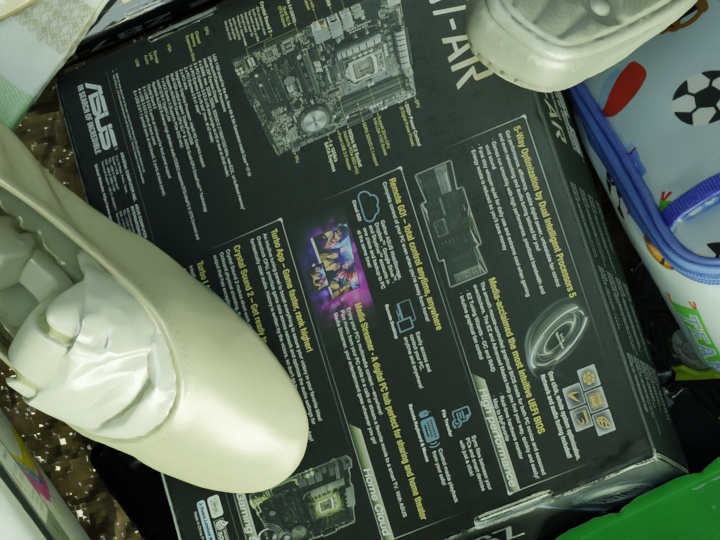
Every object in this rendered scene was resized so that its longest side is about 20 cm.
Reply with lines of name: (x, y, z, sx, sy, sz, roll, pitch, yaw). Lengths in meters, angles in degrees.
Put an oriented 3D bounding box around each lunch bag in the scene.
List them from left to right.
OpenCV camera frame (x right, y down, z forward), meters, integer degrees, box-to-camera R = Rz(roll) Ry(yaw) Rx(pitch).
lunch bag: (0.176, -0.055, 0.932, 0.199, 0.161, 0.076, -24, 131, 1)

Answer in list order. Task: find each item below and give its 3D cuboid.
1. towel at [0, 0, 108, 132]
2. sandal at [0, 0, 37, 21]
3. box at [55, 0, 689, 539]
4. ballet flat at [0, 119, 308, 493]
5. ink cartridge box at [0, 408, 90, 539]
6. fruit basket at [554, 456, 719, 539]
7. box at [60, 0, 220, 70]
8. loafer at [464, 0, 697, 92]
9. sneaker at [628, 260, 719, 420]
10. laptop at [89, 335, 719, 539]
towel: (-0.130, -0.145, 0.952, 0.149, 0.031, 0.200, 37, 89, 2)
sandal: (-0.088, -0.141, 0.902, 0.211, 0.070, 0.078, -28, 89, 0)
box: (0.000, 0.000, 0.936, 0.160, 0.044, 0.201, -23, 71, 15)
ballet flat: (-0.105, 0.005, 0.892, 0.200, 0.069, 0.070, 40, 87, 9)
ink cartridge box: (-0.138, 0.094, 0.924, 0.085, 0.148, 0.201, -34, 89, -2)
fruit basket: (0.145, 0.147, 0.925, 0.184, 0.094, 0.201, -25, 126, -3)
box: (-0.133, -0.167, 0.987, 0.160, 0.049, 0.201, -24, 88, -1)
loafer: (0.081, -0.107, 0.924, 0.070, 0.200, 0.070, 38, 130, 3)
sneaker: (0.185, 0.040, 0.981, 0.199, 0.076, 0.077, 26, 51, 7)
laptop: (0.041, 0.086, 0.983, 0.177, 0.103, 0.200, -43, 63, 6)
